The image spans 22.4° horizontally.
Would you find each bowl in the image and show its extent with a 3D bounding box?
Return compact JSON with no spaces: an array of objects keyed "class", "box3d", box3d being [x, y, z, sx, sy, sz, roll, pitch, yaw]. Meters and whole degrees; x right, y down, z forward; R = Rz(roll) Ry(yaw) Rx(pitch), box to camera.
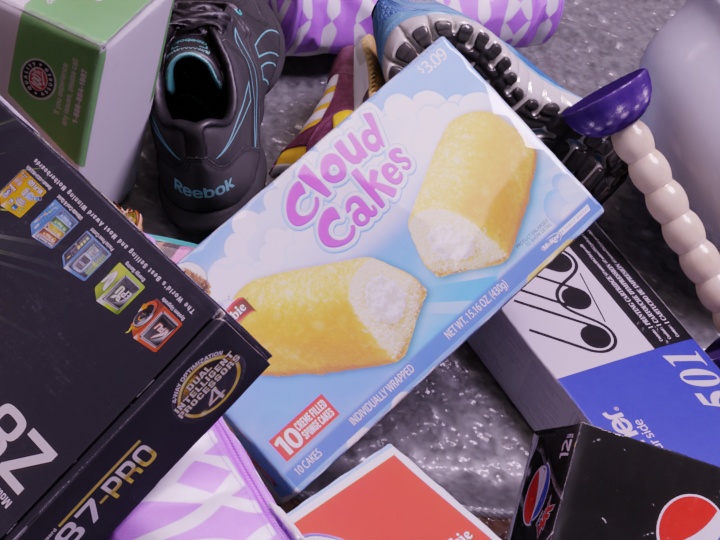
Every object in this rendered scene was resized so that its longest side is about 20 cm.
[{"class":"bowl","box3d":[0.214,-0.063,1.045,0.090,0.201,0.201,-33,49,10]}]

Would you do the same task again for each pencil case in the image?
[{"class":"pencil case","box3d":[0.033,-0.178,1.127,0.200,0.086,0.084,-8,35,-25]},{"class":"pencil case","box3d":[-0.081,0.077,0.718,0.084,0.086,0.200,24,25,-51]}]

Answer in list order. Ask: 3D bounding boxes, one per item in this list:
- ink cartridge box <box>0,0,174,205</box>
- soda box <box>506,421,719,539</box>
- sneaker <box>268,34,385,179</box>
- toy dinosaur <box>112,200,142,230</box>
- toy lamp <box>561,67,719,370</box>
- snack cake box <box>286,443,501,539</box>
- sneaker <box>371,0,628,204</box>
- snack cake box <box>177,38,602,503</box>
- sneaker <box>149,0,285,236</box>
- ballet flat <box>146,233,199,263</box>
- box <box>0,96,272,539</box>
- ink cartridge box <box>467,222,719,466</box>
[{"class":"ink cartridge box","box3d":[-0.211,-0.115,0.937,0.200,0.146,0.084,26,41,8]},{"class":"soda box","box3d":[0.171,0.131,0.834,0.200,0.063,0.071,19,77,-11]},{"class":"sneaker","box3d":[-0.011,-0.070,1.017,0.075,0.090,0.200,51,13,-13]},{"class":"toy dinosaur","box3d":[-0.186,-0.019,0.859,0.136,0.200,0.102,10,69,-40]},{"class":"toy lamp","box3d":[0.180,-0.010,0.968,0.058,0.058,0.200,-38,101,-44]},{"class":"snack cake box","box3d":[-0.018,0.170,0.756,0.115,0.067,0.200,38,45,24]},{"class":"sneaker","box3d":[0.079,-0.096,1.020,0.200,0.078,0.090,40,14,-39]},{"class":"snack cake box","box3d":[0.000,0.000,0.857,0.200,0.067,0.115,-42,87,-15]},{"class":"sneaker","box3d":[-0.081,-0.116,1.010,0.075,0.079,0.200,-8,52,2]},{"class":"ballet flat","box3d":[-0.033,0.025,0.918,0.200,0.069,0.071,5,61,-9]},{"class":"box","box3d":[-0.154,0.028,0.702,0.161,0.049,0.200,-47,56,-2]},{"class":"ink cartridge box","box3d":[0.128,0.053,0.953,0.094,0.044,0.200,-14,51,-29]}]
